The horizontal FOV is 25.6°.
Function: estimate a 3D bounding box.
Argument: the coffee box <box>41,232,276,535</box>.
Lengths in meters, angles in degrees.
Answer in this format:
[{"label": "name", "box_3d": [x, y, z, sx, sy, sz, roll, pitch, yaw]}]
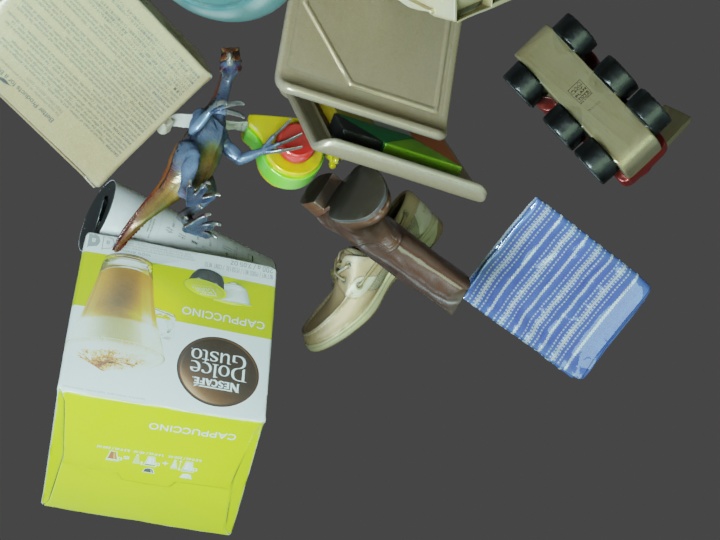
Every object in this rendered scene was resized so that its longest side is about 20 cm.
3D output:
[{"label": "coffee box", "box_3d": [-0.200, 0.116, 1.582, 0.197, 0.199, 0.201, 10, 137, -9]}]

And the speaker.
[{"label": "speaker", "box_3d": [-0.189, -0.017, 1.643, 0.199, 0.081, 0.082, 26, 104, -25]}]

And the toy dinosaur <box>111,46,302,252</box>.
[{"label": "toy dinosaur", "box_3d": [-0.161, -0.133, 1.552, 0.197, 0.183, 0.105, -11, 143, 5]}]

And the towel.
[{"label": "towel", "box_3d": [0.226, 0.025, 1.813, 0.199, 0.024, 0.145, 34, 100, -26]}]

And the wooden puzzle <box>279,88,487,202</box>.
[{"label": "wooden puzzle", "box_3d": [0.021, -0.137, 1.581, 0.183, 0.200, 0.038, 16, 108, -21]}]

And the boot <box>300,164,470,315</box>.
[{"label": "boot", "box_3d": [0.050, -0.022, 1.593, 0.199, 0.186, 0.064, 39, 84, -21]}]

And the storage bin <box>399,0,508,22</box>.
[{"label": "storage bin", "box_3d": [0.124, -0.369, 1.531, 0.199, 0.093, 0.201, -27, 121, -29]}]

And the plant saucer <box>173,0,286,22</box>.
[{"label": "plant saucer", "box_3d": [-0.141, -0.323, 1.483, 0.198, 0.027, 0.202, 13, 125, 19]}]

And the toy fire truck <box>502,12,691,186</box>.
[{"label": "toy fire truck", "box_3d": [0.265, -0.172, 1.684, 0.129, 0.176, 0.200, -43, 159, 6]}]

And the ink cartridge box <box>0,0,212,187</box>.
[{"label": "ink cartridge box", "box_3d": [-0.270, -0.211, 1.537, 0.164, 0.075, 0.200, -41, 118, 6]}]

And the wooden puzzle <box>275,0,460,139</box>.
[{"label": "wooden puzzle", "box_3d": [0.011, -0.240, 1.564, 0.183, 0.037, 0.203, 15, 70, -22]}]

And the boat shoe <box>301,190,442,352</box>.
[{"label": "boat shoe", "box_3d": [0.000, 0.000, 1.716, 0.200, 0.071, 0.065, -48, 113, -4]}]

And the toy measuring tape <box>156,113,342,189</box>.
[{"label": "toy measuring tape", "box_3d": [-0.108, -0.121, 1.623, 0.197, 0.074, 0.074, 3, 113, -17]}]
